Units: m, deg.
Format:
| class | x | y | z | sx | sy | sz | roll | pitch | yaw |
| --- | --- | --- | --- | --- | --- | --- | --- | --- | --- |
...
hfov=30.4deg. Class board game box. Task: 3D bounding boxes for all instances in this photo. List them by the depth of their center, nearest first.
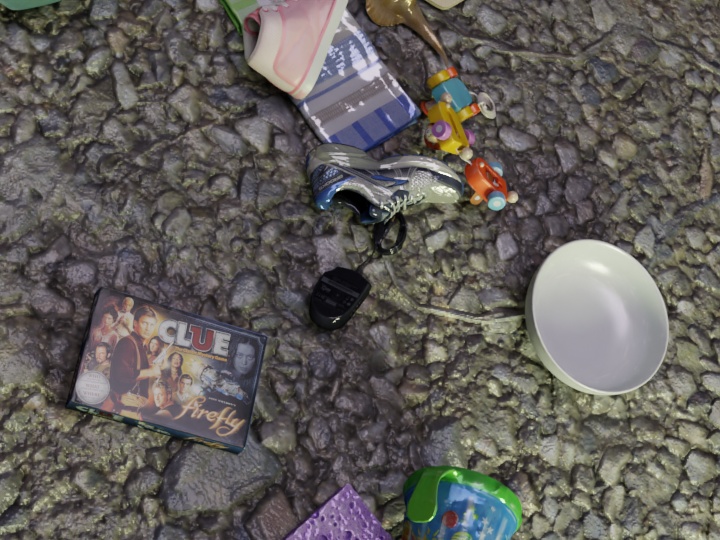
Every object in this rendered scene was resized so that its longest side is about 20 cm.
| class | x | y | z | sx | sy | sz | roll | pitch | yaw |
| --- | --- | --- | --- | --- | --- | --- | --- | --- | --- |
| board game box | -0.211 | 0.111 | 1.463 | 0.199 | 0.035 | 0.136 | 17 | 66 | -17 |

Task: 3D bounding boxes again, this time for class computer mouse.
| class | x | y | z | sx | sy | sz | roll | pitch | yaw |
| --- | --- | --- | --- | --- | --- | --- | --- | --- | --- |
| computer mouse | 0.000 | 0.000 | 1.599 | 0.058 | 0.034 | 0.200 | 28 | 55 | 16 |

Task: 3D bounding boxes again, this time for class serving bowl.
| class | x | y | z | sx | sy | sz | roll | pitch | yaw |
| --- | --- | --- | --- | --- | --- | --- | --- | --- | --- |
| serving bowl | 0.289 | 0.065 | 1.676 | 0.199 | 0.066 | 0.202 | 7 | 70 | -21 |

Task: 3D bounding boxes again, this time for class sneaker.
| class | x | y | z | sx | sy | sz | roll | pitch | yaw |
| --- | --- | --- | --- | --- | --- | --- | --- | --- | --- |
| sneaker | 0.029 | -0.092 | 1.614 | 0.198 | 0.077 | 0.086 | 6 | 61 | -12 |
| sneaker | -0.080 | -0.319 | 1.621 | 0.104 | 0.075 | 0.201 | 25 | 71 | -19 |

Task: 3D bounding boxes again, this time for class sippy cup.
| class | x | y | z | sx | sy | sz | roll | pitch | yaw |
| --- | --- | --- | --- | --- | --- | --- | --- | --- | --- |
| sippy cup | 0.100 | 0.305 | 1.457 | 0.177 | 0.139 | 0.131 | 33 | 52 | -17 |

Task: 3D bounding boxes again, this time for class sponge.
| class | x | y | z | sx | sy | sz | roll | pitch | yaw |
| --- | --- | --- | --- | --- | --- | --- | --- | --- | --- |
| sponge | -0.052 | 0.339 | 1.452 | 0.200 | 0.030 | 0.112 | -38 | 90 | -30 |

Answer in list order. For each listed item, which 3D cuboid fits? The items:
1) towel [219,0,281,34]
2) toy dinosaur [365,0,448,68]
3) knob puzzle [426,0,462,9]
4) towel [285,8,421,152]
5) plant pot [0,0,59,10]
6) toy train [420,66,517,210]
| class | x | y | z | sx | sy | sz | roll | pitch | yaw |
| --- | --- | --- | --- | --- | --- | --- | --- | --- | --- |
| towel | -0.109 | -0.400 | 1.693 | 0.199 | 0.031 | 0.150 | -32 | 85 | -29 |
| toy dinosaur | 0.056 | -0.359 | 1.740 | 0.200 | 0.058 | 0.101 | 38 | 85 | -18 |
| knob puzzle | 0.107 | -0.449 | 1.799 | 0.218 | 0.030 | 0.222 | 2 | 80 | -12 |
| towel | -0.027 | -0.244 | 1.675 | 0.146 | 0.024 | 0.201 | -33 | 87 | -28 |
| plant pot | -0.384 | -0.376 | 1.494 | 0.200 | 0.200 | 0.135 | 43 | 96 | -4 |
| toy train | 0.129 | -0.164 | 1.682 | 0.150 | 0.055 | 0.201 | 36 | 35 | -34 |
